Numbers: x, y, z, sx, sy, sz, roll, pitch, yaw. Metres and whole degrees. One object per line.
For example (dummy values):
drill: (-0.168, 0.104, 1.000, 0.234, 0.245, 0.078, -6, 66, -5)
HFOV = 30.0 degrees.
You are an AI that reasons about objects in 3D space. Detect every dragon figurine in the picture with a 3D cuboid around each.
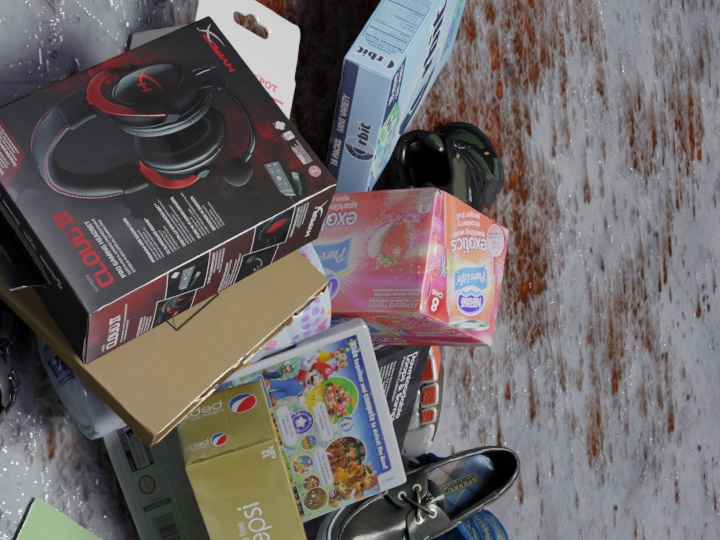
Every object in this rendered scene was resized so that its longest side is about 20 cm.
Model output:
dragon figurine: (0.091, 0.244, 1.189, 0.059, 0.200, 0.100, 14, 115, -44)

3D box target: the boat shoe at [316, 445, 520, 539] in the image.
boat shoe: (0.051, 0.192, 1.119, 0.200, 0.057, 0.069, -21, 76, -36)

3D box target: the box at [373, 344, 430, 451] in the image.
box: (-0.023, 0.131, 1.086, 0.200, 0.036, 0.143, -17, 129, -50)

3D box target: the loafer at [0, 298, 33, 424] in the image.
loafer: (-0.242, 0.084, 0.831, 0.072, 0.063, 0.201, 45, 55, -41)

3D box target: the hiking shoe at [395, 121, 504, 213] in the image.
hiking shoe: (0.077, -0.093, 1.193, 0.200, 0.075, 0.101, -79, 148, -54)

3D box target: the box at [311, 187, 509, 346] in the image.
box: (0.000, 0.000, 1.028, 0.103, 0.199, 0.095, 27, 68, -49)

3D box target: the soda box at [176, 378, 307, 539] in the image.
soda box: (-0.072, 0.177, 0.934, 0.068, 0.064, 0.201, -113, -171, -54)

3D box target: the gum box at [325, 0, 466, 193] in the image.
gum box: (0.036, -0.180, 1.126, 0.200, 0.044, 0.170, -60, 172, -32)

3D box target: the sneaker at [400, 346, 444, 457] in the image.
sneaker: (0.052, 0.064, 1.197, 0.082, 0.077, 0.201, -6, 95, -58)

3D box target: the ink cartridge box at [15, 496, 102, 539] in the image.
ink cartridge box: (-0.201, 0.275, 0.895, 0.146, 0.048, 0.201, 47, 57, -41)

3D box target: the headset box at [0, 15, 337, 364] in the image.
headset box: (-0.139, -0.048, 0.830, 0.200, 0.075, 0.149, -29, 72, -26)

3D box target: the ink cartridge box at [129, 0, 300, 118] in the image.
ink cartridge box: (-0.117, -0.103, 0.989, 0.117, 0.067, 0.201, 23, 73, -48)

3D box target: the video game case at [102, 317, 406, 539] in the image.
video game case: (-0.074, 0.129, 0.972, 0.199, 0.018, 0.144, -19, 117, -10)

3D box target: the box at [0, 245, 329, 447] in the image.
box: (-0.145, -0.008, 0.866, 0.200, 0.021, 0.163, 43, 61, 8)

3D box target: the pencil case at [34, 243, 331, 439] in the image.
pencil case: (-0.118, 0.036, 0.912, 0.199, 0.083, 0.091, -24, 72, -22)
